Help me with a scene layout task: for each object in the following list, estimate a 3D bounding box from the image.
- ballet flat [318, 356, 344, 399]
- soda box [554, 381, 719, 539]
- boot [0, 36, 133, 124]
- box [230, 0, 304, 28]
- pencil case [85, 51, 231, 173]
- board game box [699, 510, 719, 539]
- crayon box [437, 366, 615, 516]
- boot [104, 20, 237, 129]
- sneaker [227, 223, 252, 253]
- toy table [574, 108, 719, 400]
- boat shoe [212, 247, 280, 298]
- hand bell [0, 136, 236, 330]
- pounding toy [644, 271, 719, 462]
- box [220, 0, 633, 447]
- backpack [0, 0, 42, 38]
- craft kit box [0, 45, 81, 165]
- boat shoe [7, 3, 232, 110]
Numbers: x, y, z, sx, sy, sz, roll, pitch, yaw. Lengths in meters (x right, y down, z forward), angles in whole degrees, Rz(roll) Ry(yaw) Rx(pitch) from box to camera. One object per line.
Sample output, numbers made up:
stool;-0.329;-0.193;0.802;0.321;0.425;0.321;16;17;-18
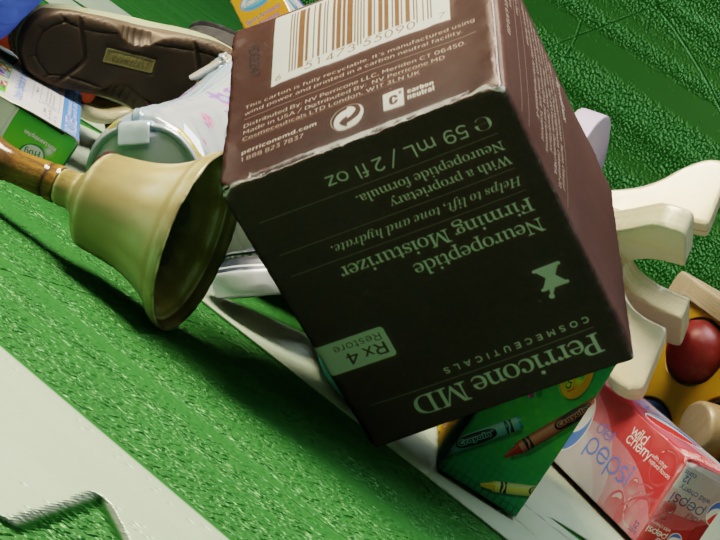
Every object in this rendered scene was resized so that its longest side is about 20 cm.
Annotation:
ballet flat;0.010;0.039;1.489;0.068;0.067;0.200;31;8;-12
soda box;0.182;0.126;1.638;0.063;0.070;0.200;28;8;-29
boot;-0.236;-0.160;1.686;0.107;0.075;0.200;29;3;33
box;-0.032;-0.125;1.678;0.200;0.041;0.119;61;7;18
pencil case;-0.104;-0.078;1.520;0.083;0.091;0.200;12;21;14
board game box;0.306;0.196;1.574;0.105;0.103;0.200;37;8;27
crayon box;0.103;0.069;1.482;0.058;0.119;0.200;32;7;-2
boot;-0.081;-0.108;1.776;0.200;0.132;0.070;36;-31;14
sneaker;0.000;0.000;1.614;0.199;0.075;0.087;21;-13;-26
toy table;0.171;-0.007;1.645;0.117;0.201;0.184;19;-11;15
boat shoe;-0.018;-0.038;1.518;0.200;0.091;0.071;-13;5;-40
hand bell;-0.176;-0.052;1.317;0.199;0.104;0.104;22;4;15
pounding toy;0.274;0.106;1.712;0.142;0.184;0.200;25;10;-44
box;0.039;-0.045;1.331;0.164;0.165;0.200;-90;156;-53
backpack;-0.255;-0.244;1.551;0.162;0.168;0.200;25;41;-22
craft kit box;-0.273;-0.133;1.525;0.197;0.049;0.200;34;7;-11
boat shoe;-0.150;-0.144;1.630;0.200;0.072;0.076;21;8;-32
